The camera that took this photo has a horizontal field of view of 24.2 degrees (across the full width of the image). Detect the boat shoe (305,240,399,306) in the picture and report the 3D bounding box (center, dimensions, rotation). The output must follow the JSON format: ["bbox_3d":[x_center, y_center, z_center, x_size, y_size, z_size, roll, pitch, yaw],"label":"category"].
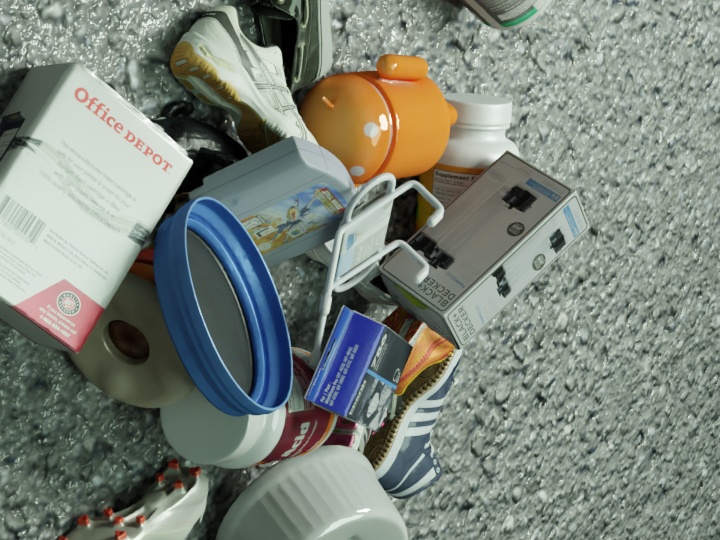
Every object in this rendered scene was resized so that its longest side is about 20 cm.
[{"bbox_3d":[0.003,-0.014,1.799,0.072,0.068,0.200,-59,140,-18],"label":"boat shoe"}]

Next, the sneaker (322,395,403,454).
[{"bbox_3d":[0.002,0.160,1.854,0.087,0.073,0.201,28,76,-46],"label":"sneaker"}]

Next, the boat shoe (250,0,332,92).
[{"bbox_3d":[-0.070,-0.266,1.619,0.064,0.070,0.201,-37,131,-39],"label":"boat shoe"}]

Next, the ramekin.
[{"bbox_3d":[-0.046,0.292,1.765,0.199,0.098,0.201,-22,135,-23],"label":"ramekin"}]

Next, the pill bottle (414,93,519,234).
[{"bbox_3d":[0.120,-0.094,1.885,0.111,0.111,0.202,-12,111,-49],"label":"pill bottle"}]

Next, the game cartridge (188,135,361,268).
[{"bbox_3d":[-0.072,-0.063,1.616,0.200,0.132,0.042,45,26,-67],"label":"game cartridge"}]

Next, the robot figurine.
[{"bbox_3d":[0.014,-0.147,1.729,0.199,0.143,0.117,-11,82,-49],"label":"robot figurine"}]

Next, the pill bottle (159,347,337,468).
[{"bbox_3d":[-0.107,0.134,1.638,0.200,0.113,0.115,3,101,-68],"label":"pill bottle"}]

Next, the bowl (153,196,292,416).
[{"bbox_3d":[-0.122,0.035,1.489,0.201,0.039,0.202,-20,90,-73],"label":"bowl"}]

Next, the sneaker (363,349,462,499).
[{"bbox_3d":[0.070,0.171,1.947,0.201,0.070,0.108,-57,135,-11],"label":"sneaker"}]

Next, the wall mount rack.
[{"bbox_3d":[0.000,0.000,1.656,0.173,0.075,0.200,-36,159,-23],"label":"wall mount rack"}]

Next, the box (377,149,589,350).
[{"bbox_3d":[0.130,-0.023,1.771,0.200,0.117,0.060,-42,137,-12],"label":"box"}]

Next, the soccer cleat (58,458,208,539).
[{"bbox_3d":[-0.217,0.258,1.623,0.200,0.069,0.078,-32,129,-45],"label":"soccer cleat"}]

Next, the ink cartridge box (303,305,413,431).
[{"bbox_3d":[0.001,0.100,1.657,0.100,0.039,0.200,-67,163,-4],"label":"ink cartridge box"}]

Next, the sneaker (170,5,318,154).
[{"bbox_3d":[-0.090,-0.171,1.603,0.200,0.075,0.088,47,59,-34],"label":"sneaker"}]

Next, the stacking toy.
[{"bbox_3d":[-0.175,0.018,1.563,0.200,0.145,0.147,-53,140,-48],"label":"stacking toy"}]

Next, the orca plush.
[{"bbox_3d":[-0.142,-0.092,1.588,0.200,0.071,0.106,36,74,-51],"label":"orca plush"}]

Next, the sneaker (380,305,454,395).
[{"bbox_3d":[0.086,0.052,1.824,0.200,0.073,0.077,-39,134,-11],"label":"sneaker"}]

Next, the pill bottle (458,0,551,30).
[{"bbox_3d":[0.124,-0.350,1.799,0.200,0.113,0.114,32,77,-52],"label":"pill bottle"}]

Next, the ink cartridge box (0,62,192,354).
[{"bbox_3d":[-0.258,-0.054,1.419,0.145,0.084,0.201,40,71,-32],"label":"ink cartridge box"}]
